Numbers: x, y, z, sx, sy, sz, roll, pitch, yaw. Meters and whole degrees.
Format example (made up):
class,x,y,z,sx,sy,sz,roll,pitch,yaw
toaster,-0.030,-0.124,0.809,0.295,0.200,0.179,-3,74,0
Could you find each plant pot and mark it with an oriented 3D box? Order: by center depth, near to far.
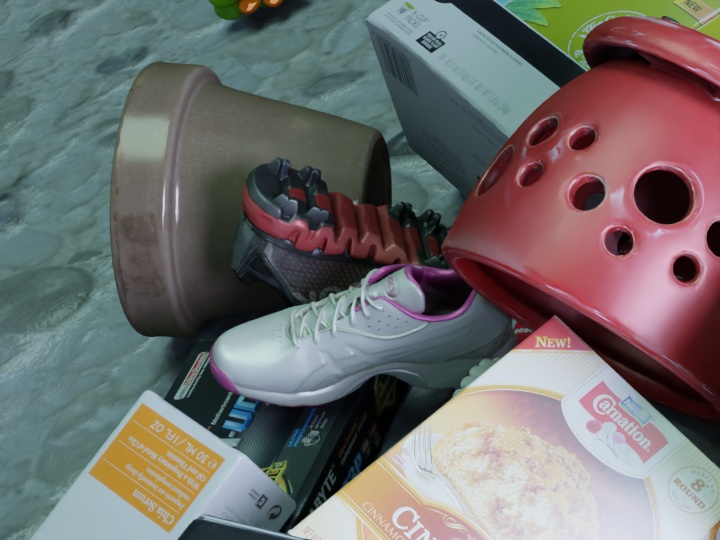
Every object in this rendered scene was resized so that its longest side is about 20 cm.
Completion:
class,x,y,z,sx,sy,sz,roll,pitch,yaw
plant pot,0.175,-0.034,1.221,0.200,0.200,0.183,27,83,52
plant pot,-0.072,-0.049,1.510,0.173,0.201,0.201,3,39,12

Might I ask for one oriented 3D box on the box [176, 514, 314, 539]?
class,x,y,z,sx,sy,sz,roll,pitch,yaw
box,-0.005,0.242,1.011,0.199,0.197,0.124,6,45,40

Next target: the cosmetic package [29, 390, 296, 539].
class,x,y,z,sx,sy,sz,roll,pitch,yaw
cosmetic package,-0.143,0.184,1.251,0.101,0.071,0.201,27,76,41

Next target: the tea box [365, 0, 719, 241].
class,x,y,z,sx,sy,sz,roll,pitch,yaw
tea box,0.146,-0.135,1.438,0.196,0.134,0.200,-33,44,-13

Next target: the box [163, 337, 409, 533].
class,x,y,z,sx,sy,sz,roll,pitch,yaw
box,-0.072,0.123,1.370,0.158,0.046,0.201,-3,39,30

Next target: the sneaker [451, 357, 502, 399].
class,x,y,z,sx,sy,sz,roll,pitch,yaw
sneaker,0.073,0.126,1.236,0.089,0.079,0.200,2,41,40

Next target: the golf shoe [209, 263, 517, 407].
class,x,y,z,sx,sy,sz,roll,pitch,yaw
golf shoe,0.001,0.032,1.330,0.198,0.092,0.076,-7,45,-4

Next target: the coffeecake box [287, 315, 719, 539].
class,x,y,z,sx,sy,sz,roll,pitch,yaw
coffeecake box,0.086,0.147,1.144,0.200,0.073,0.153,-38,62,-18

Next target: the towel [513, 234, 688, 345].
class,x,y,z,sx,sy,sz,roll,pitch,yaw
towel,0.185,-0.004,1.395,0.144,0.023,0.201,-5,38,30

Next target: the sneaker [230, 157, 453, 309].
class,x,y,z,sx,sy,sz,roll,pitch,yaw
sneaker,0.000,0.000,1.416,0.098,0.199,0.071,-59,21,30

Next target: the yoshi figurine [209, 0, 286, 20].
class,x,y,z,sx,sy,sz,roll,pitch,yaw
yoshi figurine,-0.065,-0.313,1.949,0.199,0.113,0.112,-32,17,-5
